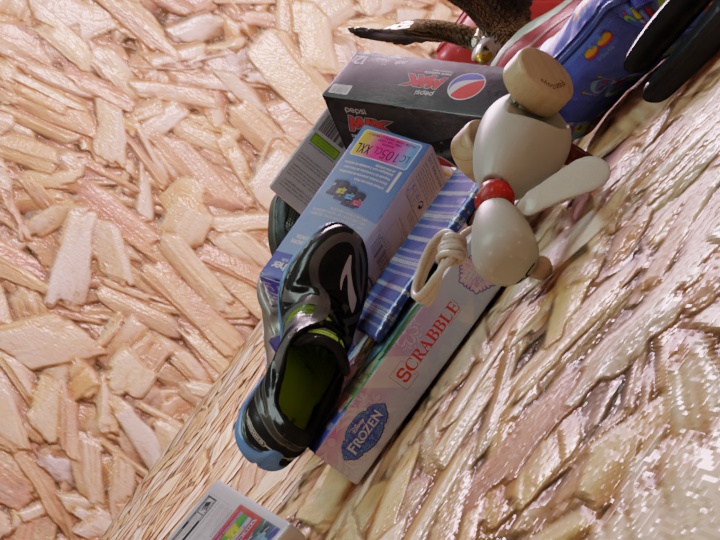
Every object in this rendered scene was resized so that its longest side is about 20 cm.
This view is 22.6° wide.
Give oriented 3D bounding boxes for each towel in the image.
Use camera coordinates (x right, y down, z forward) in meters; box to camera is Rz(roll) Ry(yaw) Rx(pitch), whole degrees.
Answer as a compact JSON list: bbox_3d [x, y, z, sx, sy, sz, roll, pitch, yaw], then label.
[{"bbox_3d":[0.063,-0.030,1.377,0.200,0.024,0.145,-54,6,-3],"label":"towel"}]

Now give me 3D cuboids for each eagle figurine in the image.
[{"bbox_3d":[0.112,-0.236,1.751,0.152,0.200,0.151,-54,4,-5],"label":"eagle figurine"}]

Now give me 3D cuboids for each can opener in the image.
[{"bbox_3d":[0.235,-0.181,1.131,0.200,0.079,0.063,-54,43,32],"label":"can opener"}]

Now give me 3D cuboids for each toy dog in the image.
[{"bbox_3d":[0.118,-0.053,1.219,0.132,0.096,0.200,-41,28,56],"label":"toy dog"}]

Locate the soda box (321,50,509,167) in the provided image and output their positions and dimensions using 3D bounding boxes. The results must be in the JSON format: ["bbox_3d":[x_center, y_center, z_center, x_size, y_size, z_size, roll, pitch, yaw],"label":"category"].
[{"bbox_3d":[0.070,-0.133,1.524,0.200,0.071,0.063,12,52,36],"label":"soda box"}]

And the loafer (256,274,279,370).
[{"bbox_3d":[-0.055,0.084,1.629,0.063,0.072,0.200,101,162,-44],"label":"loafer"}]

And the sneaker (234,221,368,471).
[{"bbox_3d":[-0.029,0.053,1.320,0.083,0.071,0.200,-28,37,53],"label":"sneaker"}]

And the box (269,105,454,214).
[{"bbox_3d":[0.017,-0.077,1.700,0.101,0.112,0.200,-53,-16,10],"label":"box"}]

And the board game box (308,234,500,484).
[{"bbox_3d":[0.029,0.062,1.367,0.200,0.041,0.200,-54,5,-6],"label":"board game box"}]

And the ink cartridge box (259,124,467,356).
[{"bbox_3d":[0.000,0.000,1.503,0.200,0.076,0.137,-57,-36,-24],"label":"ink cartridge box"}]

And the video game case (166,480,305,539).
[{"bbox_3d":[-0.139,0.258,1.374,0.200,0.023,0.182,-50,19,-11],"label":"video game case"}]

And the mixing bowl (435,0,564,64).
[{"bbox_3d":[0.154,-0.250,2.011,0.200,0.108,0.200,-54,5,7],"label":"mixing bowl"}]

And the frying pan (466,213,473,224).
[{"bbox_3d":[0.121,-0.094,1.710,0.190,0.031,0.115,-50,5,3],"label":"frying pan"}]

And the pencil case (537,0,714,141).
[{"bbox_3d":[0.181,-0.165,1.311,0.087,0.078,0.200,-23,-11,-27],"label":"pencil case"}]

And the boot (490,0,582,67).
[{"bbox_3d":[0.163,-0.169,1.562,0.200,0.072,0.144,-43,12,35],"label":"boot"}]

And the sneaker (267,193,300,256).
[{"bbox_3d":[-0.023,-0.004,1.708,0.114,0.076,0.200,-39,56,42],"label":"sneaker"}]
